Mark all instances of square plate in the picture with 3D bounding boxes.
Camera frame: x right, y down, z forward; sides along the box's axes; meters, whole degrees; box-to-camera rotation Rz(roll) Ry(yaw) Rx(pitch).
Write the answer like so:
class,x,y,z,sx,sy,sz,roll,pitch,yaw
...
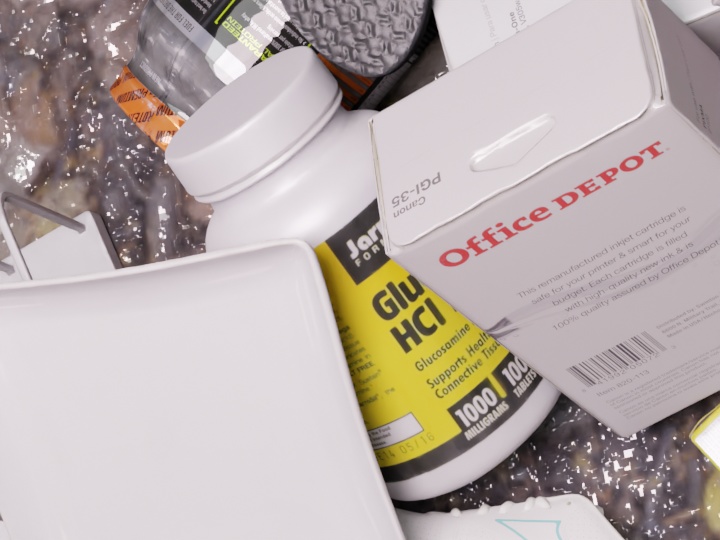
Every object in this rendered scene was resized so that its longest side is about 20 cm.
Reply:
class,x,y,z,sx,sy,sz,roll,pitch,yaw
square plate,-0.083,0.081,1.202,0.197,0.028,0.201,-8,116,21

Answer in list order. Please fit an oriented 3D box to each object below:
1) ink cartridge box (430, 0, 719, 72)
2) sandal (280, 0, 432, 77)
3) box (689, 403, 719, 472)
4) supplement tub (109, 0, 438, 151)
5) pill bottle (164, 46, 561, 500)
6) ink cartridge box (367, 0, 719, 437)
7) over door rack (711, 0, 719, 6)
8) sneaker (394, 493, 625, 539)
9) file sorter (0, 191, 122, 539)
class,x,y,z,sx,sy,sz,roll,pitch,yaw
ink cartridge box,0.145,-0.125,1.212,0.199,0.146,0.085,-22,73,14
sandal,-0.022,-0.181,1.201,0.075,0.048,0.201,-33,79,17
box,0.262,0.049,1.198,0.200,0.048,0.117,-46,70,10
supplement tub,-0.026,-0.135,1.287,0.122,0.122,0.200,43,96,20
pill bottle,0.000,0.000,1.215,0.112,0.113,0.200,-33,109,11
ink cartridge box,0.119,-0.025,1.160,0.146,0.200,0.083,-28,48,24
over door rack,0.108,-0.224,1.109,0.147,0.067,0.202,11,83,0
sneaker,0.075,0.141,1.243,0.199,0.070,0.081,20,81,14
file sorter,-0.214,0.068,1.321,0.199,0.124,0.139,-29,73,13
